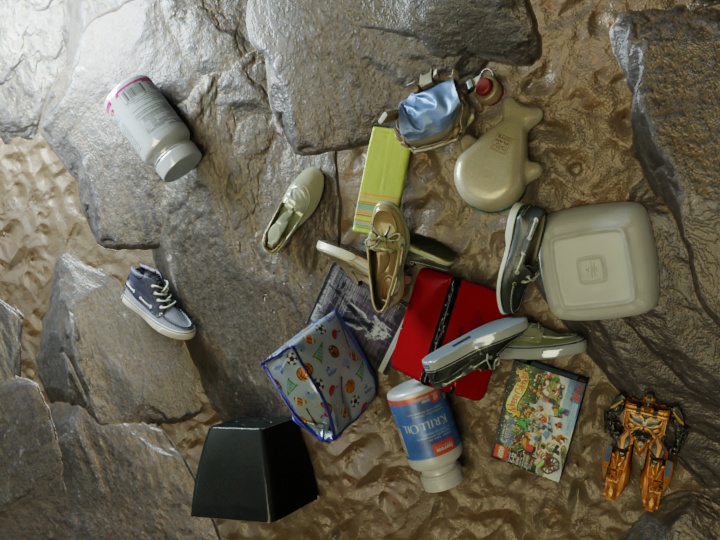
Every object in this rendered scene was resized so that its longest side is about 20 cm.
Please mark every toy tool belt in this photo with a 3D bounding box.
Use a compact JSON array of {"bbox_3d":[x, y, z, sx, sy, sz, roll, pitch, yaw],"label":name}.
[{"bbox_3d":[0.138,-0.285,1.478,0.199,0.122,0.126,-28,63,27],"label":"toy tool belt"}]

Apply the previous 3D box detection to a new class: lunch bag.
[{"bbox_3d":[-0.069,0.210,1.661,0.123,0.170,0.201,-31,95,42],"label":"lunch bag"}]

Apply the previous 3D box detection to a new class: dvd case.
[{"bbox_3d":[0.001,0.093,1.699,0.199,0.016,0.150,31,112,15],"label":"dvd case"}]

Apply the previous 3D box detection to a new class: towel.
[{"bbox_3d":[0.044,-0.163,1.590,0.085,0.018,0.203,10,88,21],"label":"towel"}]

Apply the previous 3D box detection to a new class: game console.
[{"bbox_3d":[0.167,0.115,1.585,0.170,0.119,0.202,17,92,-3],"label":"game console"}]

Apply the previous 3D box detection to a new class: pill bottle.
[{"bbox_3d":[0.131,0.312,1.636,0.111,0.112,0.202,-17,95,26],"label":"pill bottle"},{"bbox_3d":[-0.419,-0.286,1.748,0.113,0.113,0.201,-40,84,26],"label":"pill bottle"}]

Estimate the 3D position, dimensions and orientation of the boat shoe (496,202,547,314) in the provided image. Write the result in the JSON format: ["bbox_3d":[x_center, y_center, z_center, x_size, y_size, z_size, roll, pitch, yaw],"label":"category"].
[{"bbox_3d":[0.278,-0.014,1.469,0.060,0.075,0.202,16,116,30],"label":"boat shoe"}]

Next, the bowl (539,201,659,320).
[{"bbox_3d":[0.401,-0.007,1.468,0.198,0.075,0.202,-7,100,26],"label":"bowl"}]

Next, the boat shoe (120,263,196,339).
[{"bbox_3d":[-0.431,0.065,1.850,0.199,0.075,0.094,29,119,16],"label":"boat shoe"}]

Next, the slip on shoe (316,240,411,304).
[{"bbox_3d":[0.000,0.000,1.648,0.198,0.076,0.061,23,100,10],"label":"slip on shoe"}]

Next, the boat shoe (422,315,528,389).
[{"bbox_3d":[0.208,0.145,1.492,0.198,0.074,0.069,-27,101,-8],"label":"boat shoe"}]

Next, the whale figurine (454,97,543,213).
[{"bbox_3d":[0.247,-0.195,1.495,0.158,0.104,0.202,24,86,21],"label":"whale figurine"}]

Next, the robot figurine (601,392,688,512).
[{"bbox_3d":[0.491,0.313,1.505,0.143,0.058,0.203,10,106,21],"label":"robot figurine"}]

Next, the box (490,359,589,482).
[{"bbox_3d":[0.327,0.272,1.580,0.135,0.038,0.202,16,108,20],"label":"box"}]

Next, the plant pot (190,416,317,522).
[{"bbox_3d":[-0.219,0.401,1.776,0.198,0.199,0.180,-2,90,24],"label":"plant pot"}]

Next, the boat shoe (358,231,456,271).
[{"bbox_3d":[0.084,-0.035,1.607,0.199,0.072,0.067,23,115,24],"label":"boat shoe"}]

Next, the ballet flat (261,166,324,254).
[{"bbox_3d":[-0.137,-0.113,1.687,0.069,0.069,0.201,37,113,12],"label":"ballet flat"}]

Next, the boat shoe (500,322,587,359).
[{"bbox_3d":[0.305,0.125,1.541,0.198,0.072,0.063,-5,92,27],"label":"boat shoe"}]

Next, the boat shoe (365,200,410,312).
[{"bbox_3d":[0.047,-0.023,1.547,0.072,0.063,0.202,5,112,22],"label":"boat shoe"}]
